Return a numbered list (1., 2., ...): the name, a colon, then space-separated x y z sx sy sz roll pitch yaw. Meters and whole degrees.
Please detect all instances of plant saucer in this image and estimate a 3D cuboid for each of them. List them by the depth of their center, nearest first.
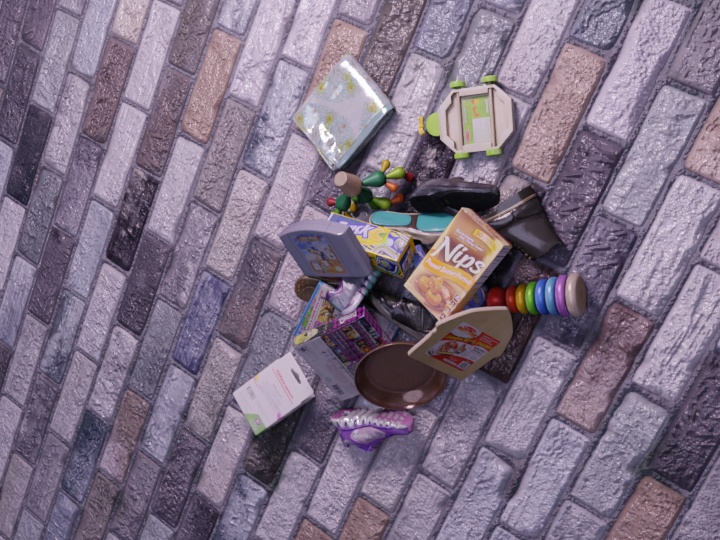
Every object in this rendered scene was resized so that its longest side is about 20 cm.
1. plant saucer: 0.085 0.215 1.713 0.198 0.037 0.202 1 130 1

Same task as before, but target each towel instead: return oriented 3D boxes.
1. towel: -0.039 -0.340 1.763 0.200 0.048 0.172 -45 76 23

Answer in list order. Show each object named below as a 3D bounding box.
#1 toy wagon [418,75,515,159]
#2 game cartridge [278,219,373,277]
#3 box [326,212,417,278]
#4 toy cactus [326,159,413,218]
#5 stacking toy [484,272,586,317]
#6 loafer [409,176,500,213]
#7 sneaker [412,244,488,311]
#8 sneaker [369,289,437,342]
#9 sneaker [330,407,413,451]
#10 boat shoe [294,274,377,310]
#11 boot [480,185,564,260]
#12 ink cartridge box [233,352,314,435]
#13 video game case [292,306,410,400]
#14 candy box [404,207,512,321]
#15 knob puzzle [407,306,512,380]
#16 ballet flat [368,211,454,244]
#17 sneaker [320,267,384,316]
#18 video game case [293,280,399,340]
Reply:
1. toy wagon: 0.213 -0.306 1.647 0.198 0.039 0.157 -2 94 27
2. game cartridge: -0.078 -0.045 1.678 0.199 0.042 0.134 0 137 44
3. box: 0.012 -0.054 1.682 0.198 0.065 0.070 18 62 28
4. toy cactus: 0.000 -0.175 1.702 0.198 0.165 0.103 -21 67 24
5. stacking toy: 0.337 0.052 1.601 0.198 0.085 0.086 -4 93 31
6. loafer: 0.194 -0.163 1.637 0.198 0.073 0.073 4 54 34
7. sneaker: 0.186 0.009 1.665 0.200 0.075 0.079 43 110 22
8. sneaker: 0.120 0.077 1.708 0.198 0.076 0.115 33 105 13
9. sneaker: 0.031 0.353 1.784 0.198 0.080 0.090 -6 99 31
10. boat shoe: -0.044 0.045 1.791 0.198 0.068 0.073 14 111 6
11. boot: 0.290 -0.056 1.616 0.199 0.077 0.139 -35 84 26
12. ink cartridge box: -0.188 0.279 1.885 0.199 0.067 0.118 -37 78 25
13. video game case: -0.018 0.182 1.733 0.180 0.036 0.200 -25 125 21
14. candy box: 0.189 -0.008 1.588 0.115 0.055 0.201 44 112 22
15. knob puzzle: 0.217 0.129 1.620 0.219 0.219 0.031 -40 43 23
16. ballet flat: 0.116 -0.087 1.703 0.198 0.069 0.070 8 98 17
17. sneaker: 0.000 0.000 1.719 0.087 0.074 0.201 33 75 6
18. video game case: -0.031 0.128 1.773 0.198 0.018 0.144 27 114 -2
